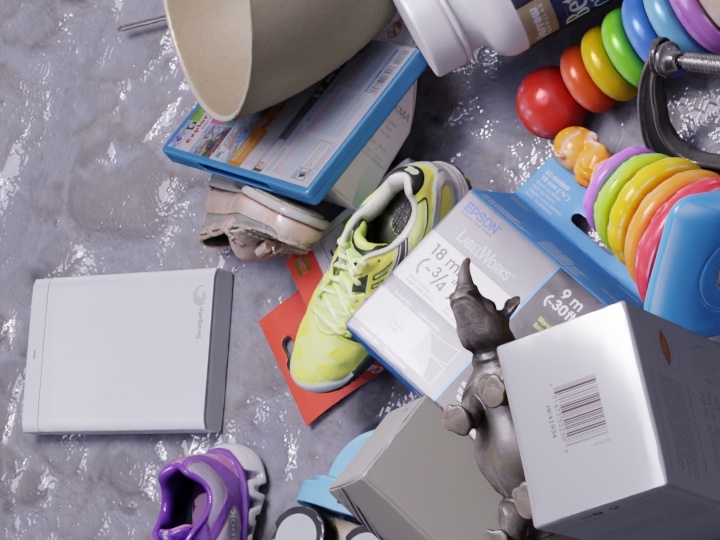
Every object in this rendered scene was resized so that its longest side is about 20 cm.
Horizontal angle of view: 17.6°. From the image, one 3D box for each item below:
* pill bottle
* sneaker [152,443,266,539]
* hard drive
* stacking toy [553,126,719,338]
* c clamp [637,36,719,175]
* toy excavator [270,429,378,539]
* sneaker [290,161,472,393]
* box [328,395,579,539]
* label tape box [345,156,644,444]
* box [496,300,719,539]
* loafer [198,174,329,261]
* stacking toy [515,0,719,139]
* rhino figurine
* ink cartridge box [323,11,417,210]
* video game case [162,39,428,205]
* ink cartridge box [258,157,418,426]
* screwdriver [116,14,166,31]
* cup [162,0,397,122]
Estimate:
[{"bbox_3d":[0.123,-0.224,1.673,0.199,0.111,0.111,-30,61,1],"label":"pill bottle"},{"bbox_3d":[-0.123,0.230,1.799,0.080,0.088,0.201,-12,74,31],"label":"sneaker"},{"bbox_3d":[-0.195,0.069,1.925,0.199,0.027,0.133,-3,78,34],"label":"hard drive"},{"bbox_3d":[0.197,-0.047,1.623,0.200,0.116,0.110,42,131,44],"label":"stacking toy"},{"bbox_3d":[0.268,-0.119,1.582,0.199,0.172,0.027,5,38,40],"label":"c clamp"},{"bbox_3d":[0.052,0.148,1.697,0.194,0.100,0.201,11,77,35],"label":"toy excavator"},{"bbox_3d":[0.000,0.000,1.708,0.075,0.076,0.201,39,104,33],"label":"sneaker"},{"bbox_3d":[0.081,0.185,1.595,0.082,0.200,0.068,-48,7,-26],"label":"box"},{"bbox_3d":[0.109,0.018,1.650,0.200,0.063,0.144,-47,63,-4],"label":"label tape box"},{"bbox_3d":[0.187,0.109,1.533,0.097,0.200,0.125,-21,68,26],"label":"box"},{"bbox_3d":[-0.079,-0.031,1.802,0.063,0.072,0.200,-66,21,1],"label":"loafer"},{"bbox_3d":[0.192,-0.159,1.672,0.199,0.085,0.086,-31,63,31],"label":"stacking toy"},{"bbox_3d":[0.094,0.089,1.547,0.060,0.087,0.201,-19,82,27],"label":"rhino figurine"},{"bbox_3d":[-0.009,-0.153,1.820,0.161,0.050,0.201,19,72,51],"label":"ink cartridge box"},{"bbox_3d":[-0.053,-0.125,1.775,0.200,0.018,0.143,19,66,51],"label":"video game case"},{"bbox_3d":[-0.002,0.019,1.783,0.200,0.050,0.109,-39,60,22],"label":"ink cartridge box"},{"bbox_3d":[-0.123,-0.220,1.943,0.199,0.029,0.028,-12,73,37],"label":"screwdriver"},{"bbox_3d":[-0.054,-0.221,1.724,0.200,0.142,0.202,168,90,-69],"label":"cup"}]
